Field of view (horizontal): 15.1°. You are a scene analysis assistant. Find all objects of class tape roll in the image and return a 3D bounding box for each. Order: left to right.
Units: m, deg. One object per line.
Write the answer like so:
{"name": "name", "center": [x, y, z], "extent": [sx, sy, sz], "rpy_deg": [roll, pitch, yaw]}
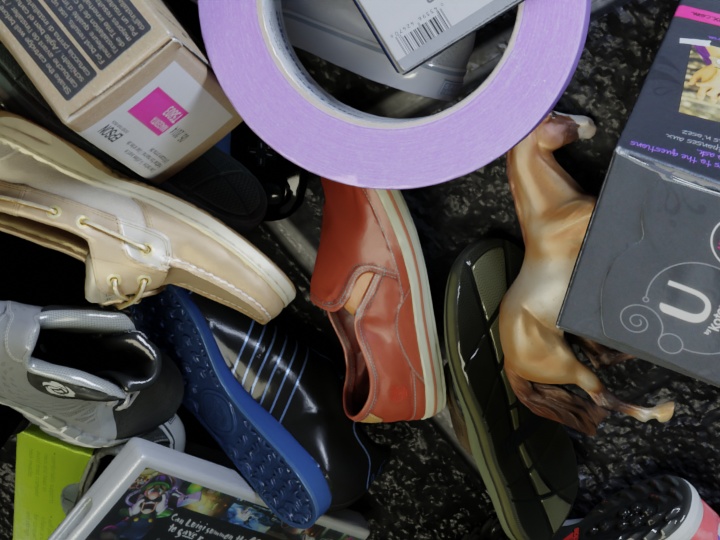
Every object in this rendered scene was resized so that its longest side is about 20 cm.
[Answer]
{"name": "tape roll", "center": [0.019, -0.143, 1.410], "extent": [0.200, 0.066, 0.200], "rpy_deg": [1, 95, 6]}

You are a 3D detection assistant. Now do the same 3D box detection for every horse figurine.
{"name": "horse figurine", "center": [0.128, 0.011, 1.537], "extent": [0.132, 0.050, 0.200], "rpy_deg": [13, 116, -4]}

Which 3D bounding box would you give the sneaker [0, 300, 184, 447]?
{"name": "sneaker", "center": [-0.143, 0.061, 1.554], "extent": [0.115, 0.075, 0.200], "rpy_deg": [1, 170, 38]}

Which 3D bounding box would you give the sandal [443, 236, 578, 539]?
{"name": "sandal", "center": [0.077, 0.075, 1.605], "extent": [0.057, 0.080, 0.201], "rpy_deg": [18, 129, 44]}

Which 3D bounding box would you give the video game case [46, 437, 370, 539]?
{"name": "video game case", "center": [-0.119, 0.196, 1.691], "extent": [0.200, 0.023, 0.182], "rpy_deg": [23, 115, -42]}

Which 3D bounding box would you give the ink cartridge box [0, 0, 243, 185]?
{"name": "ink cartridge box", "center": [-0.151, -0.140, 1.430], "extent": [0.075, 0.200, 0.165], "rpy_deg": [-39, 78, 2]}

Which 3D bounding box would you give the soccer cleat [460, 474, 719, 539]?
{"name": "soccer cleat", "center": [0.135, 0.183, 1.671], "extent": [0.200, 0.068, 0.073], "rpy_deg": [-21, 129, 34]}

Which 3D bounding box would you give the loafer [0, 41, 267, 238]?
{"name": "loafer", "center": [-0.150, -0.069, 1.551], "extent": [0.200, 0.072, 0.063], "rpy_deg": [35, 130, -2]}

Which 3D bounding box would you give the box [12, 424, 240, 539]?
{"name": "box", "center": [-0.127, 0.163, 1.773], "extent": [0.200, 0.048, 0.122], "rpy_deg": [17, 130, 11]}

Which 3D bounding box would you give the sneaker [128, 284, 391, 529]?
{"name": "sneaker", "center": [-0.063, 0.061, 1.662], "extent": [0.200, 0.078, 0.070], "rpy_deg": [54, 143, 7]}

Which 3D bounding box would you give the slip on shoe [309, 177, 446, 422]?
{"name": "slip on shoe", "center": [0.000, 0.000, 1.564], "extent": [0.061, 0.074, 0.200], "rpy_deg": [-18, 112, -14]}

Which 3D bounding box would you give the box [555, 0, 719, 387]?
{"name": "box", "center": [0.185, -0.053, 1.383], "extent": [0.106, 0.200, 0.122], "rpy_deg": [20, 130, 7]}

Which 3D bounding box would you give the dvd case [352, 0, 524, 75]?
{"name": "dvd case", "center": [0.031, -0.221, 1.357], "extent": [0.150, 0.025, 0.200], "rpy_deg": [-31, 91, 8]}

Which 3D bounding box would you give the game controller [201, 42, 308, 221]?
{"name": "game controller", "center": [-0.124, -0.091, 1.585], "extent": [0.200, 0.042, 0.104], "rpy_deg": [11, 128, 14]}

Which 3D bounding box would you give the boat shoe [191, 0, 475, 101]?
{"name": "boat shoe", "center": [-0.028, -0.157, 1.484], "extent": [0.200, 0.072, 0.069], "rpy_deg": [25, 100, 21]}

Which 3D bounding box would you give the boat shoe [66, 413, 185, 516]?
{"name": "boat shoe", "center": [-0.157, 0.169, 1.716], "extent": [0.071, 0.064, 0.200], "rpy_deg": [17, 129, 10]}

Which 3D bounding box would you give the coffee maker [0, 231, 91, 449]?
{"name": "coffee maker", "center": [-0.244, 0.054, 1.637], "extent": [0.135, 0.200, 0.192], "rpy_deg": [29, 128, 0]}

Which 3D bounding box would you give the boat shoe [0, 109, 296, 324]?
{"name": "boat shoe", "center": [-0.134, -0.013, 1.494], "extent": [0.200, 0.069, 0.074], "rpy_deg": [27, 165, 4]}
